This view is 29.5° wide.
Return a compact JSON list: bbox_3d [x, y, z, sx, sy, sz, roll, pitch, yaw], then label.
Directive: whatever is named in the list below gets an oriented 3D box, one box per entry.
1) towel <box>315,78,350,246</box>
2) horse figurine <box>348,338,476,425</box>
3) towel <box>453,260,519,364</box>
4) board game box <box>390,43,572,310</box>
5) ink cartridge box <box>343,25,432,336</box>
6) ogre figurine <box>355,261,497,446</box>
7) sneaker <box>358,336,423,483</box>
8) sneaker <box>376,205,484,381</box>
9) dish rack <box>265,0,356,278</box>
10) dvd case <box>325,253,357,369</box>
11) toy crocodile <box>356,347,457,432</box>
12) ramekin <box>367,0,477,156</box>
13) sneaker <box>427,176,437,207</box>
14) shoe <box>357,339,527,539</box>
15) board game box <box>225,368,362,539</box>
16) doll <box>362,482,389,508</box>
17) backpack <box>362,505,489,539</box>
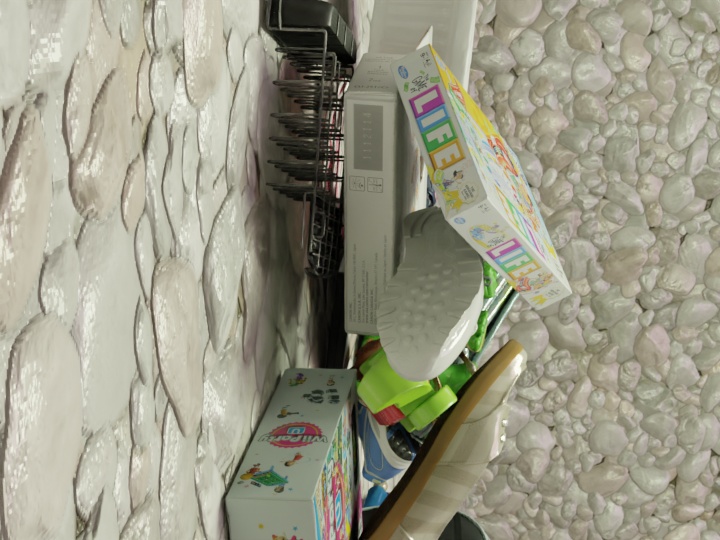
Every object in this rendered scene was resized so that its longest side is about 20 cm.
[{"bbox_3d":[-0.012,-0.095,1.269,0.200,0.029,0.149,5,86,-82],"label":"towel"},{"bbox_3d":[0.047,0.080,1.174,0.133,0.050,0.201,54,-20,24],"label":"horse figurine"},{"bbox_3d":[0.108,0.069,1.553,0.201,0.048,0.171,-52,-172,-15],"label":"towel"},{"bbox_3d":[0.093,-0.064,1.025,0.200,0.034,0.136,39,30,-58],"label":"board game box"},{"bbox_3d":[0.022,-0.077,1.100,0.177,0.044,0.203,-69,162,-61],"label":"ink cartridge box"},{"bbox_3d":[0.058,0.076,1.328,0.202,0.118,0.099,96,13,-46],"label":"ogre figurine"},{"bbox_3d":[0.021,0.134,1.444,0.077,0.075,0.201,-51,-155,34],"label":"sneaker"},{"bbox_3d":[0.062,0.027,1.007,0.201,0.075,0.081,-68,150,-56],"label":"sneaker"},{"bbox_3d":[-0.036,-0.096,1.025,0.153,0.054,0.203,17,77,-81],"label":"dish rack"},{"bbox_3d":[0.000,0.000,1.271,0.201,0.017,0.144,-72,171,-51],"label":"dvd case"},{"bbox_3d":[0.026,0.094,1.058,0.068,0.061,0.200,53,-8,4],"label":"toy crocodile"},{"bbox_3d":[0.058,-0.204,1.293,0.202,0.093,0.205,7,90,-86],"label":"ramekin"},{"bbox_3d":[0.053,-0.077,1.424,0.071,0.081,0.202,103,-14,-51],"label":"sneaker"},{"bbox_3d":[0.073,0.144,1.045,0.201,0.053,0.070,-55,179,1],"label":"shoe"},{"bbox_3d":[-0.042,0.179,0.984,0.200,0.063,0.150,-68,157,-67],"label":"board game box"},{"bbox_3d":[0.018,0.289,1.456,0.200,0.048,0.139,15,75,-82],"label":"doll"},{"bbox_3d":[0.038,0.300,1.175,0.201,0.175,0.152,-94,-177,-53],"label":"backpack"}]
